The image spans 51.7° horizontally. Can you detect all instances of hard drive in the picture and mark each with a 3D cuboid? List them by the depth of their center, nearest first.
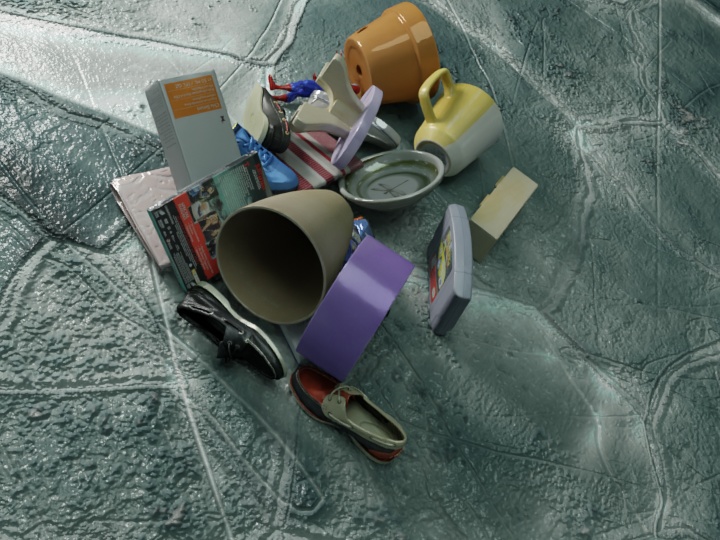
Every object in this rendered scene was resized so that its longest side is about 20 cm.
[{"bbox_3d":[-0.084,0.046,1.205,0.131,0.025,0.201,-15,62,-30],"label":"hard drive"}]

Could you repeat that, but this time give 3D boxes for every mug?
[{"bbox_3d":[0.170,-0.279,1.478,0.186,0.149,0.153,44,59,-3],"label":"mug"}]

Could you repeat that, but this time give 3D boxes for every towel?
[{"bbox_3d":[-0.282,-0.097,1.225,0.198,0.032,0.192,-19,64,-35],"label":"towel"},{"bbox_3d":[-0.110,-0.195,1.359,0.199,0.023,0.144,-30,59,-35],"label":"towel"}]

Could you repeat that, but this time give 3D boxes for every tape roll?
[{"bbox_3d":[-0.007,0.055,1.083,0.084,0.201,0.201,32,50,3],"label":"tape roll"}]

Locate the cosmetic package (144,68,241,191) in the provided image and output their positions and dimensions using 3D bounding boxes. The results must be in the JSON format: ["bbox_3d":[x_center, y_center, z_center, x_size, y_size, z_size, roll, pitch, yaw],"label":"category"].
[{"bbox_3d":[-0.258,-0.206,1.187,0.101,0.071,0.203,-23,100,-33],"label":"cosmetic package"}]

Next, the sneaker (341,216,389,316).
[{"bbox_3d":[0.000,0.000,1.254,0.077,0.076,0.201,-12,52,-18],"label":"sneaker"}]

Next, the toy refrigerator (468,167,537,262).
[{"bbox_3d":[0.261,-0.111,1.431,0.070,0.076,0.200,37,51,8],"label":"toy refrigerator"}]

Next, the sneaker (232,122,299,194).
[{"bbox_3d":[-0.193,-0.197,1.267,0.198,0.079,0.066,26,42,2],"label":"sneaker"}]

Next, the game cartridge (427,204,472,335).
[{"bbox_3d":[0.153,-0.009,1.272,0.040,0.134,0.202,12,51,-14],"label":"game cartridge"}]

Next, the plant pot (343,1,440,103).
[{"bbox_3d":[0.056,-0.427,1.519,0.139,0.201,0.201,-22,64,-16],"label":"plant pot"}]

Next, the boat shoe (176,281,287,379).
[{"bbox_3d":[-0.193,0.100,1.090,0.199,0.075,0.066,44,53,13],"label":"boat shoe"}]

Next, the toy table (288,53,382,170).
[{"bbox_3d":[-0.043,-0.286,1.331,0.116,0.184,0.201,32,35,-13],"label":"toy table"}]

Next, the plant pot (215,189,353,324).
[{"bbox_3d":[-0.093,-0.048,1.154,0.186,0.188,0.200,35,36,6],"label":"plant pot"}]

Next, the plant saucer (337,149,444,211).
[{"bbox_3d":[0.059,-0.157,1.367,0.197,0.051,0.201,-8,34,6],"label":"plant saucer"}]

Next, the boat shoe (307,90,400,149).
[{"bbox_3d":[-0.019,-0.276,1.454,0.198,0.071,0.070,27,77,-6],"label":"boat shoe"}]

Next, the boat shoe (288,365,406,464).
[{"bbox_3d":[-0.018,0.203,1.092,0.199,0.063,0.071,38,52,10],"label":"boat shoe"}]

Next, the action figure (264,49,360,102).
[{"bbox_3d":[-0.096,-0.386,1.493,0.197,0.065,0.100,-2,68,-23],"label":"action figure"}]

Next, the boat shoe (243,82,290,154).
[{"bbox_3d":[-0.174,-0.279,1.371,0.062,0.074,0.202,16,31,-28],"label":"boat shoe"}]

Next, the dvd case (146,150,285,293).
[{"bbox_3d":[-0.219,-0.078,1.161,0.199,0.147,0.022,-35,33,-27],"label":"dvd case"}]
